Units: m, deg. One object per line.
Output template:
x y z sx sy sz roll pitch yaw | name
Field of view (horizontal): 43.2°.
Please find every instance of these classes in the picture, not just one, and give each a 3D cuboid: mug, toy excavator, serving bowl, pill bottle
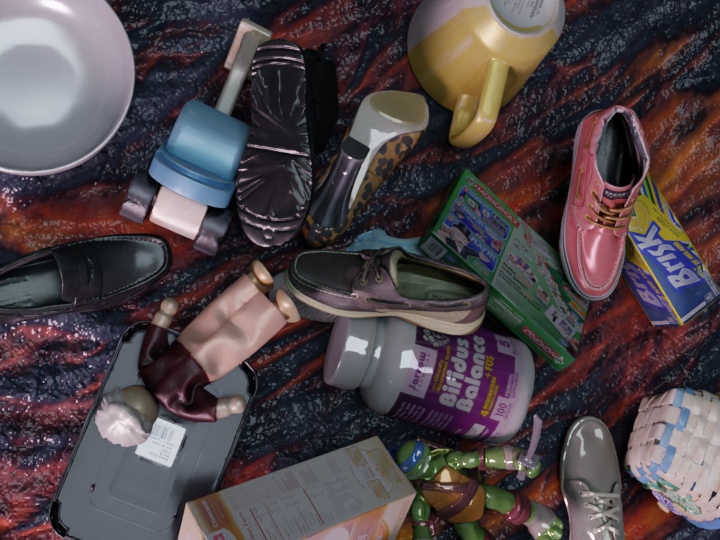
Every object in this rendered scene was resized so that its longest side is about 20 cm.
0.147 -0.243 0.967 0.147 0.153 0.190 -18 88 -17 | mug
-0.140 -0.140 0.895 0.099 0.195 0.202 24 105 -10 | toy excavator
-0.319 -0.186 0.879 0.196 0.066 0.204 2 83 -15 | serving bowl
0.067 0.100 0.923 0.197 0.112 0.114 16 79 -13 | pill bottle

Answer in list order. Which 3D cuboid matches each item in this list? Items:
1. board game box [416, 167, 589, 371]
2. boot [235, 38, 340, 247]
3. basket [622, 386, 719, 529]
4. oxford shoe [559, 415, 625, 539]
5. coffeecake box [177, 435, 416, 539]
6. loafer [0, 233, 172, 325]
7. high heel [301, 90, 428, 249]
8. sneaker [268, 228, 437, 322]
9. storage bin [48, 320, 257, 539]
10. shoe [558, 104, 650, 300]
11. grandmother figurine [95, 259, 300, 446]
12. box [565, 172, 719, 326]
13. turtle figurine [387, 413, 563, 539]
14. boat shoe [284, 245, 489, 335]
0.160 -0.004 0.968 0.199 0.029 0.135 41 39 -6 | board game box
-0.065 -0.128 0.894 0.072 0.162 0.203 4 96 8 | boot
0.392 0.208 0.969 0.197 0.177 0.141 18 77 7 | basket
0.256 0.260 0.982 0.074 0.058 0.204 4 80 -12 | oxford shoe
-0.065 0.250 0.815 0.197 0.155 0.073 -12 47 -35 | coffeecake box
-0.275 0.008 0.864 0.197 0.070 0.069 -16 87 -16 | loafer
0.003 -0.110 0.972 0.071 0.144 0.200 35 41 8 | high heel
0.000 0.000 0.950 0.196 0.074 0.083 -2 54 -11 | sneaker
-0.193 0.163 0.856 0.133 0.094 0.203 23 79 -11 | storage bin
0.251 -0.068 0.943 0.070 0.091 0.204 3 93 1 | shoe
-0.146 0.083 0.804 0.199 0.061 0.121 -38 66 -13 | grandmother figurine
0.319 -0.037 1.029 0.064 0.070 0.202 -33 92 -12 | box
0.123 0.245 0.880 0.194 0.198 0.146 41 58 -30 | turtle figurine
0.028 0.007 0.865 0.197 0.066 0.073 13 51 -1 | boat shoe
